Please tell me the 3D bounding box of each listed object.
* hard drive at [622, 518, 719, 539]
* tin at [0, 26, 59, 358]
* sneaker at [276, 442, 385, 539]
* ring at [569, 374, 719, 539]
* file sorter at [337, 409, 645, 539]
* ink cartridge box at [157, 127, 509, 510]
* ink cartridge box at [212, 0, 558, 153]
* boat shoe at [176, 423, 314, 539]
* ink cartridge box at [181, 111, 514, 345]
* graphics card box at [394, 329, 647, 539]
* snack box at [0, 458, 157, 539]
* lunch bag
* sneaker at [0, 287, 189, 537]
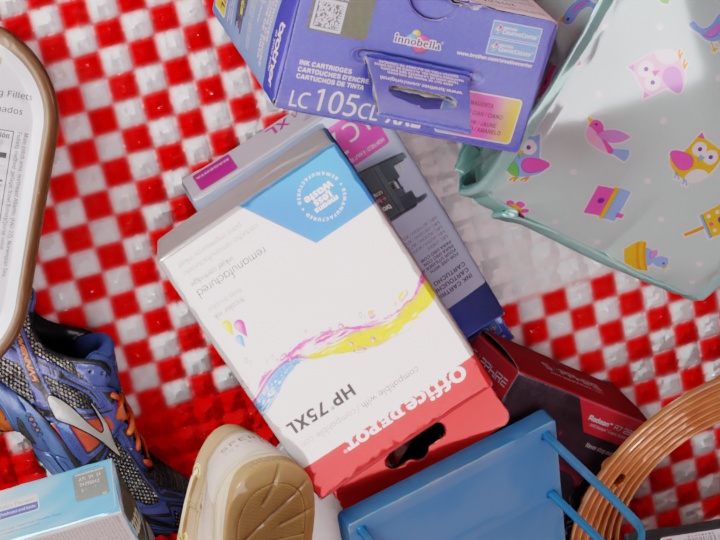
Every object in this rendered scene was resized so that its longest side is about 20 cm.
[{"bbox_3d":[0.210,0.204,1.324,0.139,0.038,0.200,-7,152,-11],"label":"hard drive"},{"bbox_3d":[-0.220,-0.035,1.149,0.111,0.042,0.201,9,91,-14],"label":"tin"},{"bbox_3d":[-0.046,0.170,1.282,0.075,0.088,0.201,26,96,1],"label":"sneaker"},{"bbox_3d":[0.212,0.135,1.343,0.200,0.019,0.201,-17,132,-19],"label":"ring"},{"bbox_3d":[0.087,0.212,1.239,0.138,0.123,0.201,-25,130,-20],"label":"file sorter"},{"bbox_3d":[-0.009,0.039,1.187,0.116,0.067,0.200,-34,102,1],"label":"ink cartridge box"},{"bbox_3d":[0.012,-0.125,1.117,0.136,0.200,0.077,9,108,-18],"label":"ink cartridge box"},{"bbox_3d":[-0.070,0.175,1.204,0.073,0.069,0.201,-4,119,-29],"label":"boat shoe"},{"bbox_3d":[0.000,0.000,1.253,0.119,0.042,0.200,-33,117,-1],"label":"ink cartridge box"},{"bbox_3d":[0.072,0.145,1.305,0.125,0.051,0.200,23,105,-41],"label":"graphics card box"},{"bbox_3d":[-0.165,0.180,1.218,0.116,0.037,0.200,-16,146,0],"label":"snack box"},{"bbox_3d":[0.163,-0.098,1.215,0.170,0.122,0.201,24,97,-23],"label":"lunch bag"},{"bbox_3d":[-0.156,0.077,1.222,0.078,0.075,0.200,-45,117,2],"label":"sneaker"}]
